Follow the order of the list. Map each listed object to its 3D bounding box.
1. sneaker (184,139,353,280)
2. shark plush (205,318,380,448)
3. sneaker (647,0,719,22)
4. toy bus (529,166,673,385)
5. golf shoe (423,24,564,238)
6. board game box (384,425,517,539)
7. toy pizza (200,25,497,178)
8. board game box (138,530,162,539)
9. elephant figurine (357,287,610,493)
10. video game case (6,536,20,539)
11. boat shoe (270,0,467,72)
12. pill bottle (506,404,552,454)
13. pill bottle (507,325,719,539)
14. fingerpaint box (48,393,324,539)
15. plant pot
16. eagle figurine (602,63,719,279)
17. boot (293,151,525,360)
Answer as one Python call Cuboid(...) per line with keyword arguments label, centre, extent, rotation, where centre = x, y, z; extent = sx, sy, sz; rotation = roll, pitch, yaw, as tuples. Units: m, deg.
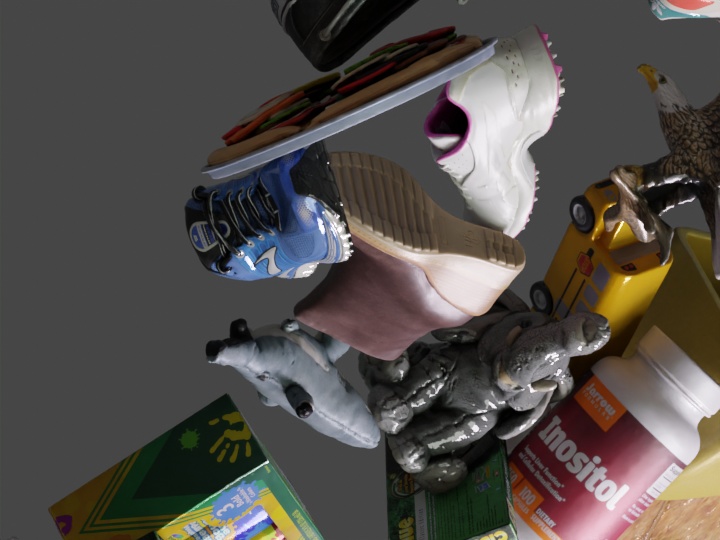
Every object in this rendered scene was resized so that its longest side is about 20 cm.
Cuboid(label="sneaker", centre=(-0.062, -0.028, 1.343), extent=(0.088, 0.079, 0.200), rotation=(-14, 170, -17))
Cuboid(label="shark plush", centre=(-0.046, 0.075, 1.548), extent=(0.091, 0.084, 0.200), rotation=(-32, 151, 4))
Cuboid(label="sneaker", centre=(0.286, -0.224, 1.486), extent=(0.199, 0.071, 0.093), rotation=(-19, 166, -30))
Cuboid(label="toy bus", centre=(0.196, 0.009, 1.715), extent=(0.065, 0.078, 0.201), rotation=(-17, 147, -30))
Cuboid(label="golf shoe", centre=(0.081, -0.088, 1.467), extent=(0.091, 0.076, 0.201), rotation=(-11, 141, -16))
Cuboid(label="board game box", centre=(0.071, 0.169, 1.703), extent=(0.104, 0.200, 0.024), rotation=(-19, 118, 11))
Cuboid(label="toy pizza", centre=(-0.010, -0.109, 1.284), extent=(0.199, 0.032, 0.200), rotation=(-24, -173, 3))
Cuboid(label="board game box", centre=(-0.168, 0.263, 1.608), extent=(0.104, 0.024, 0.200), rotation=(-28, 151, 1))
Cuboid(label="elephant figurine", centre=(0.110, 0.080, 1.663), extent=(0.199, 0.156, 0.142), rotation=(-29, 132, 8))
Cuboid(label="video game case", centre=(-0.326, 0.291, 1.650), extent=(0.199, 0.018, 0.143), rotation=(-33, 152, -3))
Cuboid(label="boat shoe", centre=(0.039, -0.195, 1.246), extent=(0.199, 0.068, 0.074), rotation=(-36, 152, 2))
Cuboid(label="pill bottle", centre=(0.134, 0.177, 1.870), extent=(0.111, 0.111, 0.200), rotation=(-29, 151, -10))
Cuboid(label="pill bottle", centre=(0.203, 0.145, 1.717), extent=(0.200, 0.113, 0.113), rotation=(-47, 151, 5))
Cuboid(label="fingerpaint box", centre=(-0.132, 0.205, 1.667), extent=(0.166, 0.074, 0.200), rotation=(-32, 151, -4))
Cuboid(label="plant pot", centre=(0.296, 0.105, 1.866), extent=(0.200, 0.195, 0.195), rotation=(-39, 153, 28))
Cuboid(label="eagle figurine", centre=(0.268, -0.107, 1.556), extent=(0.199, 0.152, 0.151), rotation=(-36, 115, -7))
Cuboid(label="boot", centre=(0.000, 0.000, 1.497), extent=(0.199, 0.073, 0.166), rotation=(24, 140, -31))
